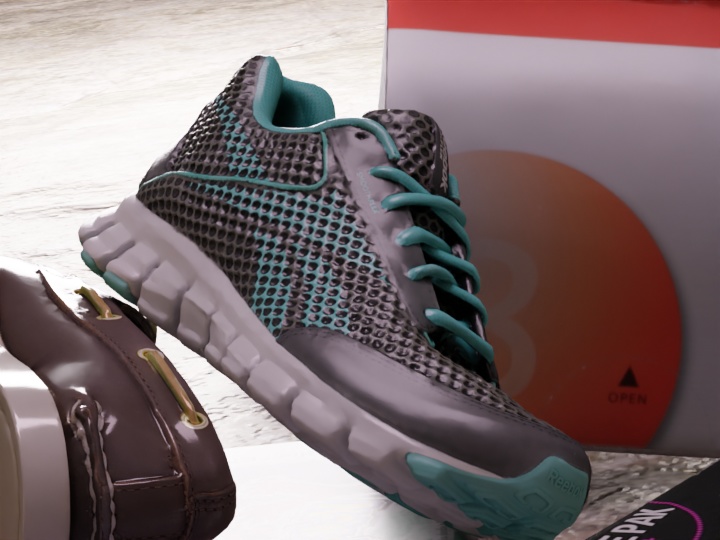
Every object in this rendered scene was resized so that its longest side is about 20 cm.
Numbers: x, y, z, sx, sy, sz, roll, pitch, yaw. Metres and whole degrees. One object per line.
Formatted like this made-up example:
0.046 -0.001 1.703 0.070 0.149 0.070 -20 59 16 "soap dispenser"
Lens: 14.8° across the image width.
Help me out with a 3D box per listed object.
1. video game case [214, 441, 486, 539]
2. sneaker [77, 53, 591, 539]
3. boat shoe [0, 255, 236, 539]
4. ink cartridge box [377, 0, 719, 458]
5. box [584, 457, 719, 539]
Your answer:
-0.055 0.084 0.766 0.181 0.023 0.200 -6 12 2 "video game case"
0.000 0.000 0.754 0.200 0.091 0.077 36 2 44 "sneaker"
-0.084 0.037 0.790 0.059 0.072 0.200 -3 13 -15 "boat shoe"
0.085 -0.046 0.824 0.161 0.201 0.050 3 12 -3 "ink cartridge box"
0.136 0.083 0.421 0.148 0.125 0.200 3 16 35 "box"
